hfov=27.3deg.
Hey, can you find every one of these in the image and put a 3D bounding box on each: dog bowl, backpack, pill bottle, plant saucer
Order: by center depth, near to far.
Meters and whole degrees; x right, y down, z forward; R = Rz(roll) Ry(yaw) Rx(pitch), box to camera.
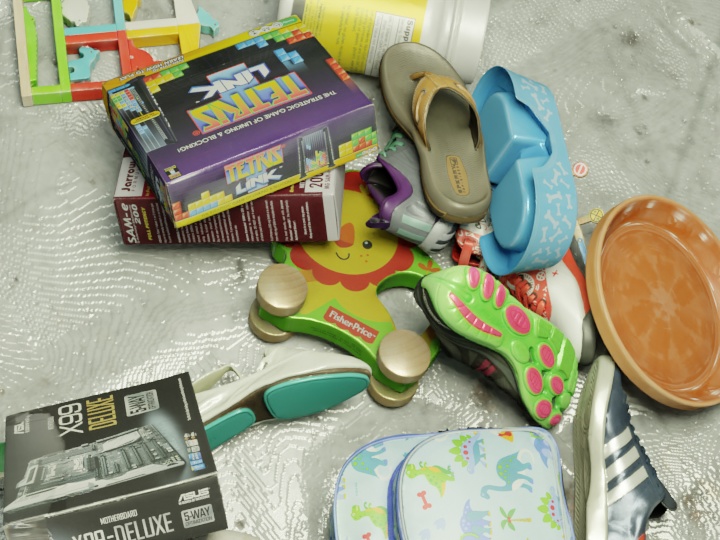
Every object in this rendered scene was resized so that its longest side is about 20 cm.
[{"bbox_3d":[0.074,0.216,1.219,0.198,0.147,0.184,-3,63,-5],"label":"backpack"},{"bbox_3d":[0.143,-0.089,1.327,0.049,0.112,0.201,4,57,-21],"label":"dog bowl"},{"bbox_3d":[0.279,0.030,1.354,0.199,0.032,0.202,15,63,-33],"label":"plant saucer"},{"bbox_3d":[0.021,-0.246,1.445,0.198,0.114,0.115,10,64,-2],"label":"pill bottle"}]

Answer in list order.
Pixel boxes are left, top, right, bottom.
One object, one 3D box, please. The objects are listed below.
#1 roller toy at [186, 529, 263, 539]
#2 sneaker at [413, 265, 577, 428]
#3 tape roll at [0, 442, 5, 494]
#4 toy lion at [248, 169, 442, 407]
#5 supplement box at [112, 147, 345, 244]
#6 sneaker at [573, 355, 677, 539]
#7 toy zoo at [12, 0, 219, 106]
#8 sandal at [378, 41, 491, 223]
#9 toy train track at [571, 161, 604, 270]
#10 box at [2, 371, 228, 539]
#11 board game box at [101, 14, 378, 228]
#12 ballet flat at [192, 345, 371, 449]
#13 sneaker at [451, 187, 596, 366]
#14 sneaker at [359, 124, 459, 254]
[{"bbox_3d":[-0.130,0.299,1.145,0.182,0.140,0.201,33,63,-17],"label":"roller toy"},{"bbox_3d":[0.122,0.062,1.306,0.077,0.084,0.200,-51,119,-17],"label":"sneaker"},{"bbox_3d":[-0.284,0.243,1.217,0.198,0.048,0.202,3,65,-5],"label":"tape roll"},{"bbox_3d":[0.000,0.000,1.363,0.199,0.069,0.192,28,58,6],"label":"toy lion"},{"bbox_3d":[-0.116,-0.082,1.346,0.198,0.061,0.109,-2,45,5],"label":"supplement box"},{"bbox_3d":[0.234,0.175,1.300,0.084,0.075,0.202,5,74,-3],"label":"sneaker"},{"bbox_3d":[-0.237,-0.231,1.458,0.198,0.020,0.132,-6,66,-9],"label":"toy zoo"},{"bbox_3d":[0.072,-0.134,1.337,0.081,0.055,0.201,-4,57,-14],"label":"sandal"},{"bbox_3d":[0.216,-0.030,1.376,0.032,0.115,0.202,-18,82,11],"label":"toy train track"},{"bbox_3d":[-0.193,0.153,1.143,0.156,0.200,0.050,-12,110,-8],"label":"box"},{"bbox_3d":[-0.109,-0.137,1.318,0.199,0.057,0.166,-23,45,-17],"label":"board game box"},{"bbox_3d":[-0.091,0.102,1.288,0.199,0.070,0.070,-22,69,-2],"label":"ballet flat"},{"bbox_3d":[0.145,0.003,1.371,0.107,0.067,0.203,-8,63,-9],"label":"sneaker"},{"bbox_3d":[0.043,-0.110,1.380,0.087,0.075,0.201,16,45,-20],"label":"sneaker"}]
